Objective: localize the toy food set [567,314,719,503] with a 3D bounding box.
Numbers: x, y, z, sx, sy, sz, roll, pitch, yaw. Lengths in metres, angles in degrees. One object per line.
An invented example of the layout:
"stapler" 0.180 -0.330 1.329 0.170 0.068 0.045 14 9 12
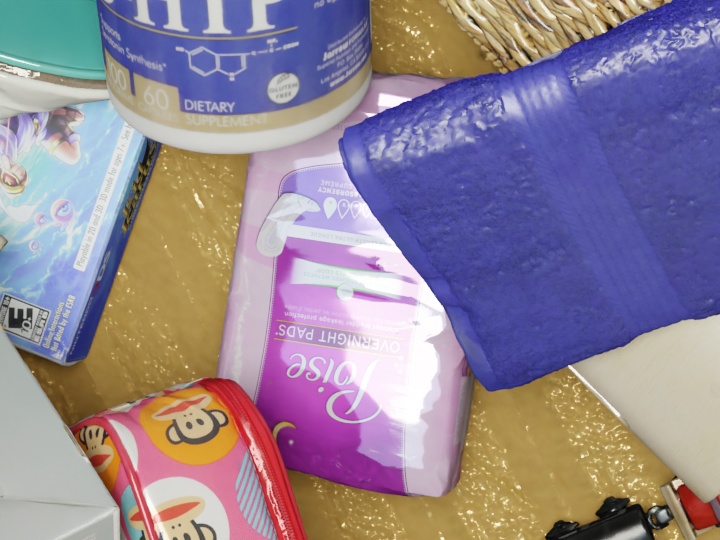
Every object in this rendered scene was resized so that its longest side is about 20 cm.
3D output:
"toy food set" 0.166 -0.015 0.862 0.144 0.060 0.200 45 107 8

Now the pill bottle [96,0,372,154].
"pill bottle" -0.056 -0.162 0.826 0.119 0.120 0.201 3 126 7

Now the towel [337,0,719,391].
"towel" 0.109 -0.038 0.799 0.199 0.050 0.148 -19 127 19

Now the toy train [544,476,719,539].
"toy train" 0.175 0.100 0.932 0.199 0.046 0.034 -26 89 7

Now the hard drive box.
"hard drive box" -0.172 0.119 0.869 0.077 0.201 0.156 -23 56 -24

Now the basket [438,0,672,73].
"basket" 0.091 -0.191 0.862 0.143 0.149 0.200 -40 86 -23

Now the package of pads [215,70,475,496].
"package of pads" 0.000 0.000 0.937 0.120 0.076 0.201 9 93 11

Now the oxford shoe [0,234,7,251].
"oxford shoe" -0.211 0.061 0.944 0.074 0.071 0.201 15 122 2

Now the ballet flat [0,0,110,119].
"ballet flat" -0.192 -0.102 0.910 0.199 0.069 0.070 9 93 -20

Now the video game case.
"video game case" -0.189 -0.079 0.974 0.180 0.045 0.201 21 94 7

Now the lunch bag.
"lunch bag" -0.083 0.145 0.892 0.082 0.200 0.177 -18 89 -25
